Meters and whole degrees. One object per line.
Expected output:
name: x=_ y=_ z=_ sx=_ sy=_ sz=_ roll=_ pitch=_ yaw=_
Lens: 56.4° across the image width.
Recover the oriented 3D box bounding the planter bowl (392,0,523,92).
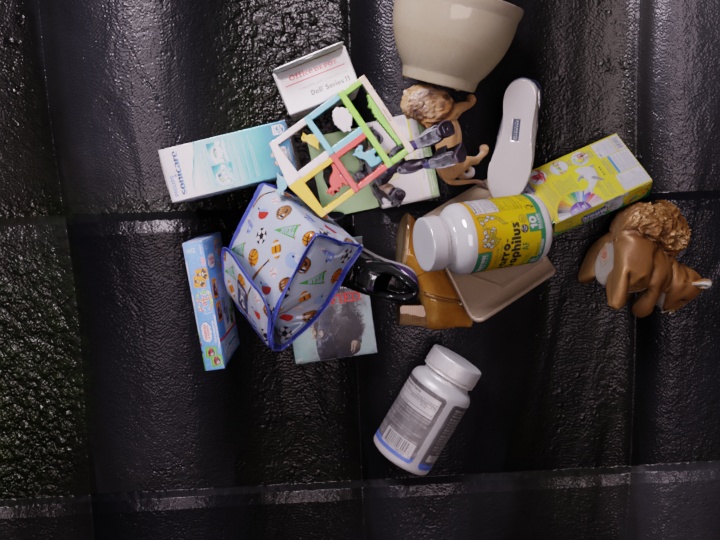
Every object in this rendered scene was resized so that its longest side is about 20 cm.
planter bowl: x=0.137 y=-0.354 z=1.043 sx=0.199 sy=0.200 sz=0.136 roll=11 pitch=108 yaw=-4

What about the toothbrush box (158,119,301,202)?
toothbrush box: x=-0.200 y=-0.171 z=1.071 sx=0.199 sy=0.146 sz=0.086 roll=-14 pitch=98 yaw=1

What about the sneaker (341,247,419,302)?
sneaker: x=0.000 y=0.000 z=1.066 sx=0.199 sy=0.088 sz=0.076 roll=14 pitch=99 yaw=-2

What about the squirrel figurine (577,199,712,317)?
squirrel figurine: x=0.498 y=-0.019 z=1.130 sx=0.185 sy=0.142 sz=0.201 roll=14 pitch=100 yaw=-11

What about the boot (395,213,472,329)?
boot: x=0.135 y=0.001 z=1.155 sx=0.143 sy=0.071 sz=0.203 roll=-2 pitch=101 yaw=-9

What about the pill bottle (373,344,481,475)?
pill bottle: x=0.117 y=0.237 z=1.157 sx=0.113 sy=0.114 sz=0.201 roll=30 pitch=96 yaw=-6

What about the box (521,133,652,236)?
box: x=0.363 y=-0.137 z=1.119 sx=0.199 sy=0.048 sz=0.118 roll=-22 pitch=58 yaw=0

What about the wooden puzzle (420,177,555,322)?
wooden puzzle: x=0.215 y=-0.040 z=1.140 sx=0.184 sy=0.037 sz=0.201 roll=-30 pitch=93 yaw=-18

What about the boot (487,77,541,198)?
boot: x=0.265 y=-0.216 z=1.115 sx=0.072 sy=0.090 sz=0.201 roll=17 pitch=112 yaw=20

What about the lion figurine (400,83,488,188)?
lion figurine: x=0.140 y=-0.209 z=1.081 sx=0.122 sy=0.072 sz=0.201 roll=-29 pitch=103 yaw=-34

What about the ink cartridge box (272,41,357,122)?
ink cartridge box: x=-0.067 y=-0.284 z=1.032 sx=0.116 sy=0.200 sz=0.068 roll=-22 pitch=98 yaw=1

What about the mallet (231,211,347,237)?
mallet: x=-0.118 y=-0.054 z=1.148 sx=0.199 sy=0.041 sz=0.066 roll=-8 pitch=114 yaw=7

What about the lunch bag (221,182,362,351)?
lunch bag: x=-0.123 y=-0.004 z=1.016 sx=0.123 sy=0.170 sz=0.201 roll=14 pitch=114 yaw=-46

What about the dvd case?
dvd case: x=-0.054 y=0.051 z=1.129 sx=0.145 sy=0.022 sz=0.201 roll=-7 pitch=99 yaw=-1

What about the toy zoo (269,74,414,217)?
toy zoo: x=-0.039 y=-0.170 z=0.974 sx=0.200 sy=0.020 sz=0.132 roll=-36 pitch=100 yaw=1

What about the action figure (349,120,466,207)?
action figure: x=0.060 y=-0.172 z=1.049 sx=0.199 sy=0.069 sz=0.131 roll=-16 pitch=114 yaw=34

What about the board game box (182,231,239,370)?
board game box: x=-0.240 y=0.044 z=1.096 sx=0.036 sy=0.151 sz=0.201 roll=-7 pitch=98 yaw=0

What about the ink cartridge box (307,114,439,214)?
ink cartridge box: x=0.021 y=-0.175 z=1.130 sx=0.199 sy=0.048 sz=0.147 roll=-13 pitch=99 yaw=-3

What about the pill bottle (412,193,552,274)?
pill bottle: x=0.188 y=-0.054 z=1.055 sx=0.199 sy=0.113 sz=0.114 roll=-9 pitch=99 yaw=-18
